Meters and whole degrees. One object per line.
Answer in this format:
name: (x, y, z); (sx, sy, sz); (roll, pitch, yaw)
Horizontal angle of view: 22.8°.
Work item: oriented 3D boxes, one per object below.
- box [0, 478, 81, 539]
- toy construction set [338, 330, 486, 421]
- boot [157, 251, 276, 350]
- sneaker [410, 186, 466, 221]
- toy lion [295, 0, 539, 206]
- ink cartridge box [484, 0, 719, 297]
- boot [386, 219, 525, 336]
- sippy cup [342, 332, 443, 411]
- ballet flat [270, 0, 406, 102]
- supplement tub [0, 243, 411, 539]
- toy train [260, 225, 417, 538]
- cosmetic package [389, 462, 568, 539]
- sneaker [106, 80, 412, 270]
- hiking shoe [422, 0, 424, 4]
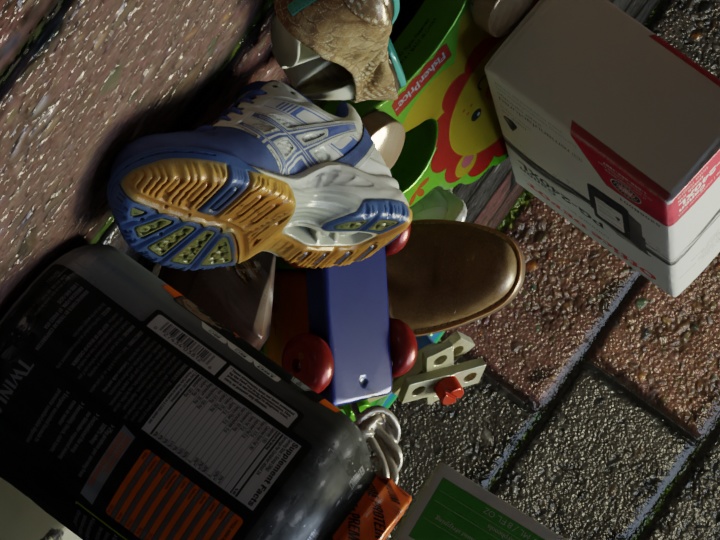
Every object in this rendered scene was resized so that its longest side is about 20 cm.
box: (-0.185, 0.133, 0.923); (0.082, 0.068, 0.200); (-58, 172, 34)
toy construction set: (-0.010, 0.038, 1.245); (0.131, 0.200, 0.092); (1, 123, -41)
boot: (-0.083, 0.083, 0.999); (0.064, 0.187, 0.200); (-8, 145, -41)
sneaker: (0.017, -0.047, 1.222); (0.200, 0.099, 0.078); (-86, -161, -60)
toy lion: (0.056, -0.110, 1.129); (0.200, 0.069, 0.192); (-48, 153, -9)
ink cartridge box: (0.167, -0.078, 1.135); (0.083, 0.145, 0.200); (-49, 160, -7)
boot: (0.000, 0.000, 1.104); (0.075, 0.199, 0.074); (37, 53, -73)
sippy cup: (-0.007, 0.035, 1.407); (0.140, 0.130, 0.178); (-54, 173, 6)
ballet flat: (-0.015, -0.124, 0.936); (0.065, 0.071, 0.200); (-27, 169, 0)
supplement tub: (-0.083, 0.088, 0.850); (0.123, 0.200, 0.123); (-53, 174, -9)
toy train: (-0.034, 0.050, 1.028); (0.085, 0.116, 0.201); (-8, 97, -45)
cosmetic package: (0.039, 0.241, 1.148); (0.200, 0.107, 0.085); (-58, 176, -24)
sneaker: (-0.059, -0.052, 0.890); (0.075, 0.088, 0.200); (-32, 159, 28)
hiking shoe: (0.057, -0.166, 1.197); (0.200, 0.076, 0.101); (-54, 156, -17)
